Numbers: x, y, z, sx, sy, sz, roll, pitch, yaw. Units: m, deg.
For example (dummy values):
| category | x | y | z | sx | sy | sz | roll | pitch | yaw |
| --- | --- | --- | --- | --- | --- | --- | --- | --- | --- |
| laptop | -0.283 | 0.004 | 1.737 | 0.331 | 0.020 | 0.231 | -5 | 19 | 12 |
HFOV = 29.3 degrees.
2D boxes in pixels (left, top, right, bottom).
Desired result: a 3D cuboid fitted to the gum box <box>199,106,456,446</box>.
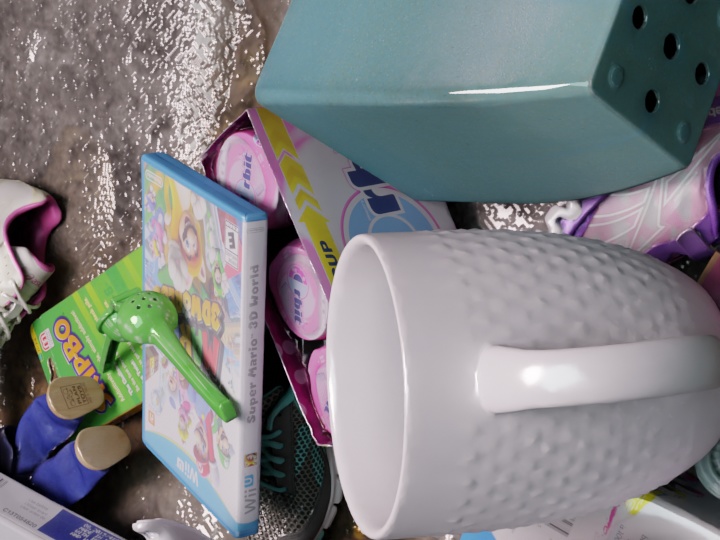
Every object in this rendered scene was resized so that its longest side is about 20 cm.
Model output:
| category | x | y | z | sx | sy | sz | roll | pitch | yaw |
| --- | --- | --- | --- | --- | --- | --- | --- | --- | --- |
| gum box | 0.000 | 0.000 | 0.812 | 0.066 | 0.113 | 0.200 | -38 | 71 | 48 |

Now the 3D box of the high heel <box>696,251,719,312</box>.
| category | x | y | z | sx | sy | sz | roll | pitch | yaw |
| --- | --- | --- | --- | --- | --- | --- | --- | --- | --- |
| high heel | 0.244 | -0.039 | 0.677 | 0.096 | 0.067 | 0.200 | 30 | 95 | 58 |

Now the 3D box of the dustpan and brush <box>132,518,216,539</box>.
| category | x | y | z | sx | sy | sz | roll | pitch | yaw |
| --- | --- | --- | --- | --- | --- | --- | --- | --- | --- |
| dustpan and brush | -0.068 | 0.185 | 0.823 | 0.140 | 0.200 | 0.057 | -11 | 70 | 31 |

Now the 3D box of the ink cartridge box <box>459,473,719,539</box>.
| category | x | y | z | sx | sy | sz | roll | pitch | yaw |
| --- | --- | --- | --- | --- | --- | --- | --- | --- | --- |
| ink cartridge box | 0.158 | 0.172 | 0.756 | 0.200 | 0.068 | 0.115 | 28 | 106 | 27 |

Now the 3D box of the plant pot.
| category | x | y | z | sx | sy | sz | roll | pitch | yaw |
| --- | --- | --- | --- | --- | --- | --- | --- | --- | --- |
| plant pot | 0.079 | -0.115 | 0.707 | 0.200 | 0.141 | 0.141 | 12 | 78 | 47 |

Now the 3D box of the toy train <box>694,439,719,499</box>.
| category | x | y | z | sx | sy | sz | roll | pitch | yaw |
| --- | --- | --- | --- | --- | --- | --- | --- | --- | --- |
| toy train | 0.260 | 0.095 | 0.694 | 0.200 | 0.085 | 0.114 | 31 | 92 | 29 |

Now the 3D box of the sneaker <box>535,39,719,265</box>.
| category | x | y | z | sx | sy | sz | roll | pitch | yaw |
| --- | --- | --- | --- | --- | --- | --- | --- | --- | --- |
| sneaker | 0.157 | -0.027 | 0.753 | 0.088 | 0.080 | 0.200 | 38 | 108 | 16 |

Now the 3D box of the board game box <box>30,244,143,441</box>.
| category | x | y | z | sx | sy | sz | roll | pitch | yaw |
| --- | --- | --- | --- | --- | --- | --- | --- | --- | --- |
| board game box | -0.154 | 0.043 | 0.946 | 0.200 | 0.030 | 0.096 | -29 | 76 | 35 |

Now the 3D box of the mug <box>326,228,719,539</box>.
| category | x | y | z | sx | sy | sz | roll | pitch | yaw |
| --- | --- | --- | --- | --- | --- | --- | --- | --- | --- |
| mug | 0.091 | 0.050 | 0.656 | 0.200 | 0.175 | 0.148 | 158 | 109 | -74 |

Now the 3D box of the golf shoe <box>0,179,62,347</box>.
| category | x | y | z | sx | sy | sz | roll | pitch | yaw |
| --- | --- | --- | --- | --- | --- | --- | --- | --- | --- |
| golf shoe | -0.272 | 0.024 | 0.985 | 0.091 | 0.075 | 0.200 | 2 | 74 | 18 |

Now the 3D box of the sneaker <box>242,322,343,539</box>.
| category | x | y | z | sx | sy | sz | roll | pitch | yaw |
| --- | --- | --- | --- | --- | --- | --- | --- | --- | --- |
| sneaker | -0.054 | 0.092 | 0.866 | 0.078 | 0.091 | 0.200 | 12 | 97 | 30 |

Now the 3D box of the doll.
| category | x | y | z | sx | sy | sz | roll | pitch | yaw |
| --- | --- | --- | --- | --- | --- | --- | --- | --- | --- |
| doll | -0.244 | 0.142 | 0.990 | 0.200 | 0.048 | 0.136 | -38 | 78 | 39 |

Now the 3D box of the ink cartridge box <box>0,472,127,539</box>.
| category | x | y | z | sx | sy | sz | roll | pitch | yaw |
| --- | --- | --- | --- | --- | --- | --- | --- | --- | --- |
| ink cartridge box | -0.230 | 0.242 | 0.974 | 0.200 | 0.041 | 0.200 | 22 | 125 | 23 |

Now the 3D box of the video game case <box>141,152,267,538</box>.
| category | x | y | z | sx | sy | sz | roll | pitch | yaw |
| --- | --- | --- | --- | --- | --- | --- | --- | --- | --- |
| video game case | -0.098 | 0.042 | 0.835 | 0.143 | 0.018 | 0.200 | 30 | 123 | 52 |

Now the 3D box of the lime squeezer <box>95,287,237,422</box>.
| category | x | y | z | sx | sy | sz | roll | pitch | yaw |
| --- | --- | --- | --- | --- | --- | --- | --- | --- | --- |
| lime squeezer | -0.132 | 0.042 | 0.853 | 0.200 | 0.038 | 0.071 | 7 | 136 | 58 |
